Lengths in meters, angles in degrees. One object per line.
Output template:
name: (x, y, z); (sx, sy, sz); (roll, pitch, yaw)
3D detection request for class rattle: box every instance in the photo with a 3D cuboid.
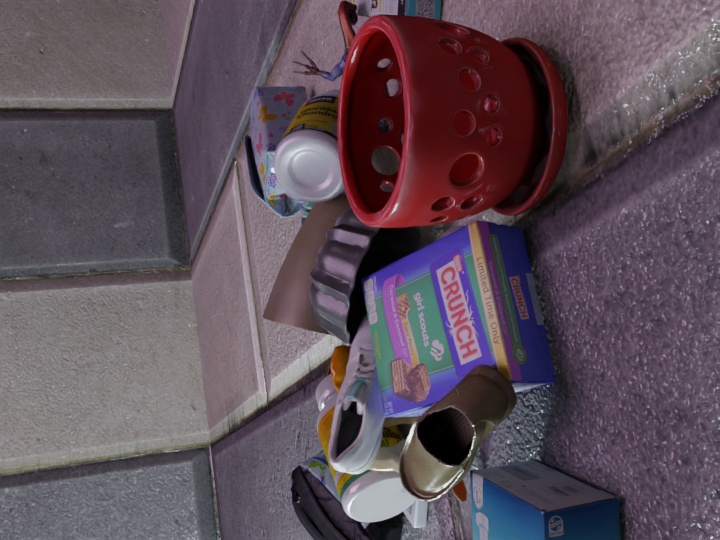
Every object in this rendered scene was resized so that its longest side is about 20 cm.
rattle: (0.058, 0.180, 1.008); (0.200, 0.130, 0.143); (22, 113, 57)

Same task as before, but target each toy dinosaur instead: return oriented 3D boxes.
toy dinosaur: (0.014, -0.275, 1.124); (0.200, 0.105, 0.182); (13, 119, 34)

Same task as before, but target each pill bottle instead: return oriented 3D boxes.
pill bottle: (-0.052, -0.193, 1.209); (0.200, 0.112, 0.112); (-73, -5, -55)
pill bottle: (0.002, 0.241, 1.160); (0.200, 0.112, 0.113); (-114, 28, -44)

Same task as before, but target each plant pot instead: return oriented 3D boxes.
plant pot: (-0.035, -0.009, 1.219); (0.187, 0.187, 0.201); (-172, 94, -69)
plant pot: (0.089, -0.146, 0.810); (0.200, 0.182, 0.201); (175, 90, -70)

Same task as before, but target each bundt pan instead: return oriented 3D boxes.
bundt pan: (0.000, 0.000, 1.059); (0.076, 0.202, 0.202); (19, 120, 22)

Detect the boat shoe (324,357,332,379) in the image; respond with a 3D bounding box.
boat shoe: (-0.013, 0.225, 1.340); (0.068, 0.072, 0.200); (-130, 31, -52)

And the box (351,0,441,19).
box: (0.044, -0.374, 1.081); (0.200, 0.049, 0.083); (-136, 45, -61)

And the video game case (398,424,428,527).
video game case: (0.059, 0.239, 1.200); (0.182, 0.023, 0.201); (-135, 44, -61)

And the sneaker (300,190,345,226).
sneaker: (-0.057, -0.152, 1.392); (0.088, 0.074, 0.200); (-112, 36, -63)

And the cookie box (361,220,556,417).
cookie box: (0.100, 0.060, 0.898); (0.200, 0.075, 0.172); (-28, 66, 47)

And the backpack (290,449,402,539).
backpack: (-0.026, 0.373, 1.280); (0.200, 0.154, 0.163); (29, 133, 24)

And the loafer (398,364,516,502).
loafer: (0.082, 0.171, 0.826); (0.076, 0.067, 0.200); (44, 133, 23)

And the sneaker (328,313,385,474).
sneaker: (0.006, 0.138, 0.962); (0.088, 0.075, 0.201); (43, -123, -67)

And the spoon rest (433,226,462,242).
spoon rest: (0.104, 0.044, 1.011); (0.099, 0.060, 0.201); (-148, 70, -64)

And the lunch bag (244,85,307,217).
lunch bag: (-0.151, -0.218, 1.543); (0.200, 0.127, 0.170); (105, 156, -56)

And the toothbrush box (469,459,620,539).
toothbrush box: (0.177, 0.303, 0.794); (0.146, 0.085, 0.201); (-178, 85, -71)
